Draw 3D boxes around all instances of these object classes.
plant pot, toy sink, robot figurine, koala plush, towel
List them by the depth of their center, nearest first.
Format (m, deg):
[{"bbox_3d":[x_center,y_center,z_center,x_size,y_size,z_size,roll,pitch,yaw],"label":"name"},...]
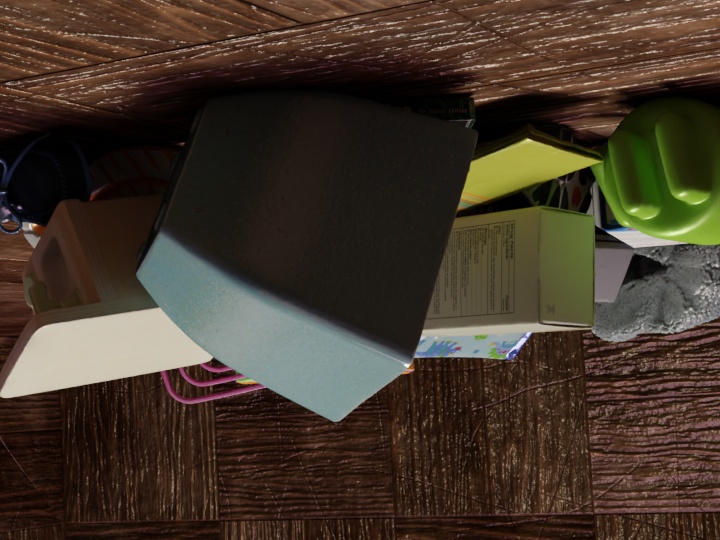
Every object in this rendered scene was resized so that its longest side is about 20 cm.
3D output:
[{"bbox_3d":[-0.056,-0.025,1.177,0.200,0.196,0.196,21,157,-10],"label":"plant pot"},{"bbox_3d":[-0.206,0.014,1.273,0.200,0.112,0.130,-9,155,-33],"label":"toy sink"},{"bbox_3d":[0.278,-0.080,1.283,0.175,0.116,0.200,-21,166,33],"label":"robot figurine"},{"bbox_3d":[0.103,-0.080,1.300,0.086,0.018,0.200,11,161,-35],"label":"towel"},{"bbox_3d":[0.377,-0.013,1.746,0.184,0.178,0.200,2,-173,45],"label":"koala plush"}]

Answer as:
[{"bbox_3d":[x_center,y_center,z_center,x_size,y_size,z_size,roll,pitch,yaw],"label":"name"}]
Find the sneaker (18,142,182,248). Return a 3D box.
[{"bbox_3d":[-0.212,-0.075,1.372,0.200,0.078,0.077,-12,-160,29],"label":"sneaker"}]

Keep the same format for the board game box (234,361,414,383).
[{"bbox_3d":[-0.047,0.025,1.796,0.200,0.200,0.200,-3,176,-1],"label":"board game box"}]

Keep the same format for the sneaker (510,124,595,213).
[{"bbox_3d":[0.157,-0.085,1.416,0.083,0.081,0.200,9,176,20],"label":"sneaker"}]

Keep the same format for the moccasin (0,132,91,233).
[{"bbox_3d":[-0.291,-0.063,1.301,0.068,0.081,0.200,-14,-179,-35],"label":"moccasin"}]

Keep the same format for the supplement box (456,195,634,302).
[{"bbox_3d":[0.150,-0.039,1.482,0.109,0.061,0.200,2,-155,-40],"label":"supplement box"}]

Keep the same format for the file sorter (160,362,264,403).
[{"bbox_3d":[-0.117,0.033,1.512,0.139,0.126,0.200,-12,-167,14],"label":"file sorter"}]

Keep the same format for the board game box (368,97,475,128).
[{"bbox_3d":[0.029,-0.102,1.287,0.105,0.024,0.200,-4,168,-7],"label":"board game box"}]

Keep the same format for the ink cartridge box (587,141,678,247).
[{"bbox_3d":[0.303,-0.075,1.534,0.146,0.085,0.200,-4,175,2],"label":"ink cartridge box"}]

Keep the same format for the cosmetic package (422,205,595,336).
[{"bbox_3d":[0.113,0.005,1.380,0.071,0.105,0.200,6,174,-38],"label":"cosmetic package"}]

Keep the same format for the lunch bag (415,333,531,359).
[{"bbox_3d":[0.079,-0.011,1.598,0.170,0.200,0.127,2,142,-35],"label":"lunch bag"}]
